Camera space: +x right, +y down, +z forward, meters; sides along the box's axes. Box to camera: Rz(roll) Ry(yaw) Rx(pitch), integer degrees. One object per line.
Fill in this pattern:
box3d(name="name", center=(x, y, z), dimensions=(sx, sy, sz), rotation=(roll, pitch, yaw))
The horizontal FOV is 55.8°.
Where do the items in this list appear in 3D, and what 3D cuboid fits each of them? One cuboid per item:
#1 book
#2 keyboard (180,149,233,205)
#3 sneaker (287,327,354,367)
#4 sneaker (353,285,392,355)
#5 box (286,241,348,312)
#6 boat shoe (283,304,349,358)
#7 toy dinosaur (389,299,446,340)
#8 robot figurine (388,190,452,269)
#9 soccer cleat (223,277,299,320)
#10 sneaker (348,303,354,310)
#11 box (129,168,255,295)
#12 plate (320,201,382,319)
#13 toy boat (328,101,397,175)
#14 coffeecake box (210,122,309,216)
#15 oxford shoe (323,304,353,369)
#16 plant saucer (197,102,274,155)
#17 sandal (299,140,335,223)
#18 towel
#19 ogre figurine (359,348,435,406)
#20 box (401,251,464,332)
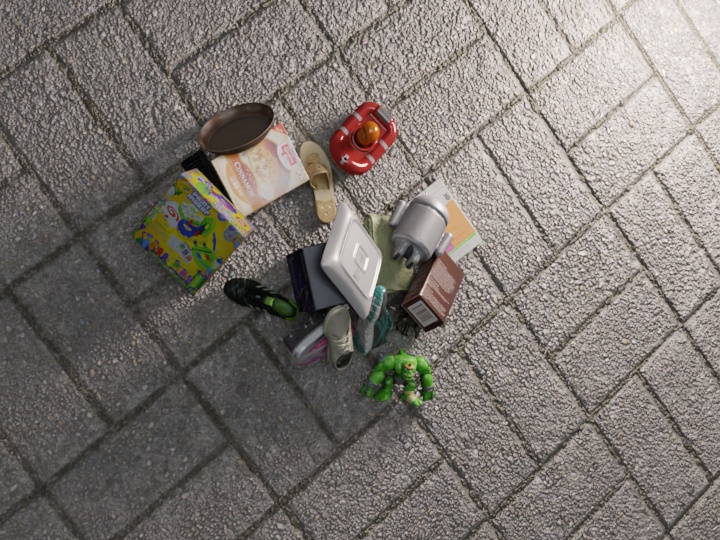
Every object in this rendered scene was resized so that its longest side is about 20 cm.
box3d(name="book", center=(0.213, -0.121, 1.801), dimensions=(0.132, 0.048, 0.202), rotation=(-36, 94, -10))
box3d(name="keyboard", center=(-0.373, -0.177, 1.636), dimensions=(0.103, 0.040, 0.203), rotation=(-26, 96, 30))
box3d(name="sneaker", center=(-0.105, 0.179, 1.691), dimensions=(0.196, 0.089, 0.082), rotation=(-16, 60, -33))
box3d(name="sneaker", center=(0.044, 0.116, 1.696), dimensions=(0.089, 0.203, 0.078), rotation=(-12, 44, -31))
box3d(name="box", center=(-0.099, 0.015, 1.634), dimensions=(0.102, 0.200, 0.152), rotation=(-13, 89, -17))
box3d(name="boat shoe", center=(-0.106, 0.130, 1.628), dimensions=(0.066, 0.070, 0.199), rotation=(41, 56, 12))
box3d(name="toy dinosaur", center=(0.130, 0.112, 1.734), dimensions=(0.198, 0.076, 0.104), rotation=(31, 76, -35))
box3d(name="robot figurine", center=(0.152, -0.105, 1.708), dimensions=(0.168, 0.113, 0.203), rotation=(33, 69, -7))
box3d(name="soccer cleat", center=(-0.239, 0.068, 1.659), dimensions=(0.196, 0.081, 0.069), rotation=(22, 81, -10))
box3d(name="sneaker", center=(0.000, 0.000, 1.725), dimensions=(0.114, 0.078, 0.204), rotation=(-26, 102, -21))
box3d(name="box", center=(-0.386, -0.092, 1.582), dimensions=(0.200, 0.122, 0.192), rotation=(45, 102, -7))
box3d(name="plate", center=(-0.008, -0.025, 1.568), dimensions=(0.201, 0.032, 0.203), rotation=(53, 39, -36))
box3d(name="toy boat", center=(0.011, -0.338, 1.721), dimensions=(0.130, 0.131, 0.201), rotation=(43, 78, -7))
box3d(name="coffeecake box", center=(-0.248, -0.244, 1.674), dimensions=(0.197, 0.073, 0.156), rotation=(-31, 101, -14))
box3d(name="oxford shoe", center=(-0.046, 0.160, 1.599), dimensions=(0.074, 0.203, 0.058), rotation=(-24, 49, -23))
box3d(name="plant saucer", center=(-0.296, -0.337, 1.640), dimensions=(0.198, 0.200, 0.033), rotation=(-31, 132, -13))
box3d(name="sandal", center=(-0.098, -0.231, 1.718), dimensions=(0.076, 0.070, 0.218), rotation=(-13, 89, -16))
box3d(name="towel", center=(0.074, -0.045, 1.738), dimensions=(0.146, 0.036, 0.206), rotation=(-3, 84, -41))
box3d(name="ogre figurine", center=(0.102, 0.270, 1.726), dimensions=(0.194, 0.098, 0.123), rotation=(10, 102, 3))
box3d(name="box", center=(0.184, 0.046, 1.705), dimensions=(0.100, 0.074, 0.201), rotation=(47, 43, -13))
